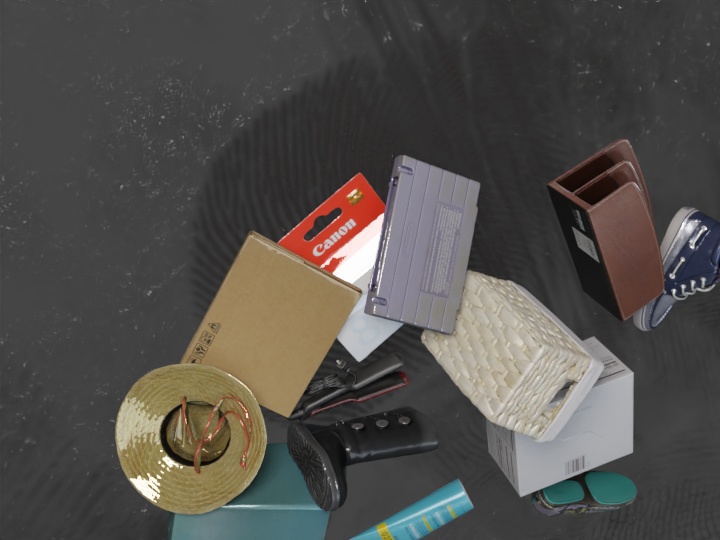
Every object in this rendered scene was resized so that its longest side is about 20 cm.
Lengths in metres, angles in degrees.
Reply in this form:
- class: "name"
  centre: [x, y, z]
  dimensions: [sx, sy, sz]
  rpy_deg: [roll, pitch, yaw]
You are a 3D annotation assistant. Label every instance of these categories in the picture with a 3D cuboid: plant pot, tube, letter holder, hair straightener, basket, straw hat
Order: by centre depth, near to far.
- class: "straw hat"
  centre: [-0.205, 0.206, 1.091]
  dimensions: [0.197, 0.085, 0.205]
  rpy_deg: [1, 95, 9]
- class: "basket"
  centre: [0.192, 0.106, 1.113]
  dimensions: [0.122, 0.200, 0.137]
  rpy_deg: [21, 108, -40]
- class: "plant pot"
  centre: [-0.159, 0.327, 1.153]
  dimensions: [0.197, 0.142, 0.143]
  rpy_deg: [6, 114, -16]
- class: "hair straightener"
  centre: [-0.031, 0.152, 1.172]
  dimensions: [0.197, 0.041, 0.078]
  rpy_deg: [-16, 121, -8]
- class: "letter holder"
  centre: [0.368, -0.060, 1.177]
  dimensions: [0.141, 0.101, 0.201]
  rpy_deg: [-32, 123, -5]
- class: "tube"
  centre: [0.082, 0.399, 1.338]
  dimensions: [0.198, 0.051, 0.078]
  rpy_deg: [-30, 116, 2]

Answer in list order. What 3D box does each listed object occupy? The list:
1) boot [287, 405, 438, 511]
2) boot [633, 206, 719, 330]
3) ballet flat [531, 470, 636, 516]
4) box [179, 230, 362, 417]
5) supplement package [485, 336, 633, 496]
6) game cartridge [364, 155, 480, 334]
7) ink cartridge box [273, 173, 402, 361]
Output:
- class: "boot"
  centre: [0.018, 0.250, 1.152]
  dimensions: [0.197, 0.165, 0.067]
  rpy_deg: [0, 116, -25]
- class: "boot"
  centre: [0.479, 0.014, 1.254]
  dimensions: [0.072, 0.090, 0.203]
  rpy_deg: [-6, 120, -40]
- class: "ballet flat"
  centre: [0.372, 0.380, 1.434]
  dimensions: [0.197, 0.072, 0.073]
  rpy_deg: [3, 115, -22]
- class: "box"
  centre: [-0.114, 0.073, 1.076]
  dimensions: [0.162, 0.021, 0.202]
  rpy_deg: [27, 105, -14]
- class: "supplement package"
  centre: [0.300, 0.220, 1.287]
  dimensions: [0.197, 0.111, 0.158]
  rpy_deg: [-17, 120, -12]
- class: "game cartridge"
  centre: [0.081, -0.030, 1.073]
  dimensions: [0.128, 0.038, 0.203]
  rpy_deg: [16, 82, -31]
- class: "ink cartridge box"
  centre: [0.000, 0.000, 1.094]
  dimensions: [0.160, 0.047, 0.200]
  rpy_deg: [-39, 124, 1]
